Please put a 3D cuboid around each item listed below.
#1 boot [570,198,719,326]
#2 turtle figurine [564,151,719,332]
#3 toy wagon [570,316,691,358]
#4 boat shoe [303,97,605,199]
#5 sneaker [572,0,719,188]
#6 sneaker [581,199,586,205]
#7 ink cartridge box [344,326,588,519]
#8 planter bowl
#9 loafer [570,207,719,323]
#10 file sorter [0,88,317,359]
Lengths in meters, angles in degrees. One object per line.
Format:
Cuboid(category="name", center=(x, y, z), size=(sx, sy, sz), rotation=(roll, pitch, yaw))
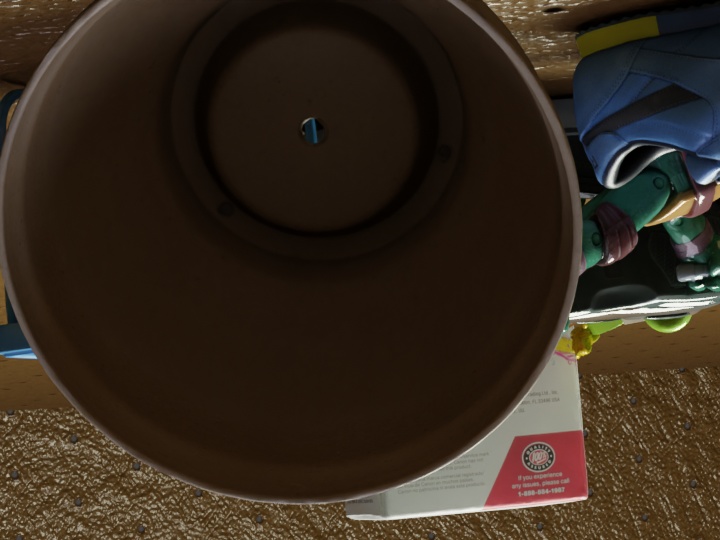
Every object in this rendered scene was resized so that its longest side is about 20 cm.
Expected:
Cuboid(category="boot", center=(0.114, 0.013, 1.449), size=(0.200, 0.069, 0.188), rotation=(-38, -173, 41))
Cuboid(category="turtle figurine", center=(0.158, -0.034, 1.179), size=(0.199, 0.101, 0.150), rotation=(-26, 166, -10))
Cuboid(category="toy wagon", center=(0.210, -0.006, 1.547), size=(0.199, 0.040, 0.155), rotation=(-28, -174, 22))
Cuboid(category="boat shoe", center=(0.063, -0.053, 1.282), size=(0.198, 0.057, 0.069), rotation=(-5, 174, 1))
Cuboid(category="sneaker", center=(0.178, -0.080, 1.052), size=(0.199, 0.079, 0.066), rotation=(-12, 169, 38))
Cuboid(category="sneaker", center=(0.037, -0.030, 1.432), size=(0.199, 0.075, 0.084), rotation=(-15, 172, -15))
Cuboid(category="ink cartridge box", center=(0.060, 0.056, 1.613), size=(0.147, 0.202, 0.086), rotation=(-3, 174, -18))
Cuboid(category="planter bowl", center=(-0.021, -0.036, 0.895), size=(0.199, 0.202, 0.135), rotation=(-6, -159, 5))
Cuboid(category="loafer", center=(0.099, 0.004, 1.263), size=(0.198, 0.072, 0.063), rotation=(2, 152, -15))
Cuboid(category="file sorter", center=(-0.047, -0.030, 1.107), size=(0.199, 0.124, 0.139), rotation=(-9, 172, 26))
